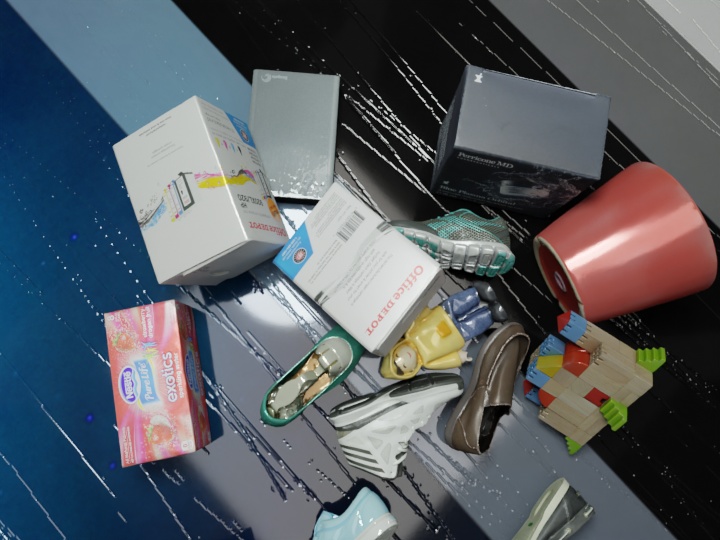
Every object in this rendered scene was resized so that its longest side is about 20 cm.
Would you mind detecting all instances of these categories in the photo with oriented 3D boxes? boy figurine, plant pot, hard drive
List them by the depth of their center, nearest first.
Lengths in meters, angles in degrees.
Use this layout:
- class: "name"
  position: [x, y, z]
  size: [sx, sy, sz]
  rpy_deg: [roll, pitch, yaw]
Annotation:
- class: "plant pot"
  position: [0.357, -0.024, 0.806]
  size: [0.175, 0.200, 0.204]
  rpy_deg: [-27, 82, 4]
- class: "boy figurine"
  position: [0.110, 0.089, 0.829]
  size: [0.197, 0.064, 0.126]
  rpy_deg: [-29, 93, -9]
- class: "hard drive"
  position: [-0.106, -0.207, 0.884]
  size: [0.136, 0.033, 0.205]
  rpy_deg: [4, 80, -2]

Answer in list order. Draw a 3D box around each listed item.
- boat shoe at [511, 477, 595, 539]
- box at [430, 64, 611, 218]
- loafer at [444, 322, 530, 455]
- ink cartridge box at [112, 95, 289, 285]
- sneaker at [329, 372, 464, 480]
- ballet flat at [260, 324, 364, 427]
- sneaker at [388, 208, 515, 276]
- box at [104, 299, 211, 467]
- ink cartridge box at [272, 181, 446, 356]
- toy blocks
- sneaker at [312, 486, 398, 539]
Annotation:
- class: "boat shoe"
  position: [0.244, 0.387, 0.781]
  size: [0.067, 0.072, 0.200]
  rpy_deg: [41, 79, 9]
- class: "box"
  position: [0.213, -0.172, 0.809]
  size: [0.192, 0.200, 0.120]
  rpy_deg: [12, 80, 0]
- class: "loafer"
  position: [0.195, 0.173, 0.806]
  size: [0.072, 0.071, 0.203]
  rpy_deg: [28, 87, -37]
- class: "ink cartridge box"
  position: [-0.212, -0.098, 0.785]
  size: [0.142, 0.147, 0.204]
  rpy_deg: [-24, 83, 15]
- class: "sneaker"
  position: [0.064, 0.224, 0.810]
  size: [0.197, 0.076, 0.118]
  rpy_deg: [-19, 90, 2]
- class: "ballet flat"
  position: [-0.063, 0.147, 0.808]
  size: [0.200, 0.070, 0.067]
  rpy_deg: [-43, 84, -9]
- class: "sneaker"
  position: [0.134, -0.053, 0.860]
  size: [0.195, 0.078, 0.093]
  rpy_deg: [12, 56, 4]
- class: "box"
  position: [-0.278, 0.152, 0.785]
  size: [0.100, 0.095, 0.205]
  rpy_deg: [-10, 81, -3]
- class: "ink cartridge box"
  position: [0.000, 0.000, 0.795]
  size: [0.199, 0.084, 0.147]
  rpy_deg: [40, 89, 20]
- class: "toy blocks"
  position: [0.294, 0.149, 0.786]
  size: [0.135, 0.202, 0.100]
  rpy_deg: [31, 39, 5]
- class: "sneaker"
  position: [-0.042, 0.381, 0.781]
  size: [0.199, 0.074, 0.082]
  rpy_deg: [-39, 54, -3]
